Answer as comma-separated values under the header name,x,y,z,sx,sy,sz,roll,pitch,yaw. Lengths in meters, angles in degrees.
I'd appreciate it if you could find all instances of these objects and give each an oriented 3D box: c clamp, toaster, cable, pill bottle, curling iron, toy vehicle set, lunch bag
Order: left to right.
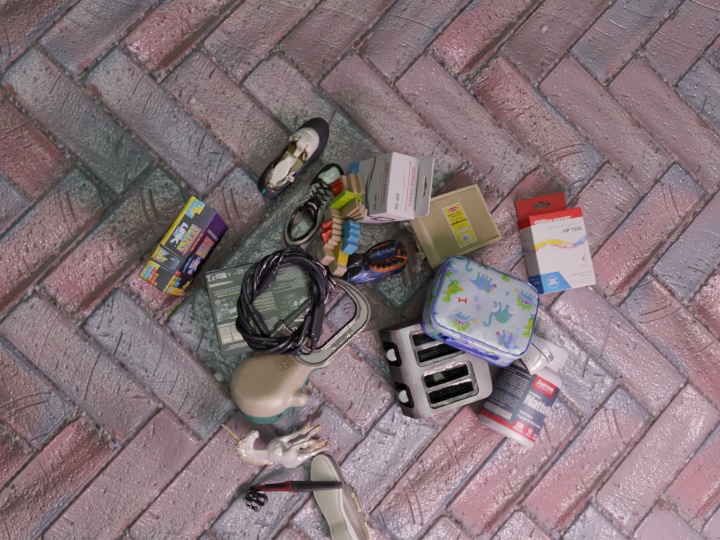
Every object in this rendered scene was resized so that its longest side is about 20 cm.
name,x,y,z,sx,sy,sz,roll,pitch,yaw
cable,-0.141,0.052,1.226,0.162,0.051,0.201,7,84,7
curling iron,-0.129,0.422,1.288,0.199,0.026,0.050,-12,66,10
c clamp,-0.087,0.083,1.256,0.200,0.027,0.171,-36,92,-7
toaster,0.152,0.178,1.320,0.199,0.119,0.182,-16,89,-8
toy vehicle set,0.187,-0.091,1.332,0.199,0.026,0.125,-21,85,-40
lunch bag,0.215,0.075,1.232,0.199,0.083,0.162,21,65,-5
pill bottle,0.326,0.234,1.336,0.119,0.120,0.201,28,84,-5

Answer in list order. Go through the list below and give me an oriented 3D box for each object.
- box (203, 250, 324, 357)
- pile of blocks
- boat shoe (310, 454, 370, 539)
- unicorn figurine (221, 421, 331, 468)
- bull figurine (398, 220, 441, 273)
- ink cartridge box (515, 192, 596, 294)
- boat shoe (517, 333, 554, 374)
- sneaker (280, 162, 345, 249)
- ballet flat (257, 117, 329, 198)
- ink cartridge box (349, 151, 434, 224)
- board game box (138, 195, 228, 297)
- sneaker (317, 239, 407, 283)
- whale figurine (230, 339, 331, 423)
name,x,y,z,sx,sy,sz,roll,pitch,yaw
box,-0.184,0.064,1.300,0.199,0.086,0.165,-13,89,-8
pile of blocks,-0.039,-0.092,1.274,0.062,0.082,0.201,14,78,-39
boat shoe,-0.037,0.449,1.309,0.060,0.072,0.203,-10,77,-52
unicorn figurine,-0.141,0.326,1.251,0.137,0.200,0.074,-28,46,8
bull figurine,0.151,-0.028,1.342,0.200,0.065,0.122,41,46,-9
ink cartridge box,0.398,-0.059,1.390,0.115,0.067,0.201,-11,88,-8
boat shoe,0.284,0.132,1.314,0.070,0.200,0.071,-41,135,-5
sneaker,-0.085,-0.125,1.325,0.075,0.088,0.201,29,82,-3
ballet flat,-0.128,-0.225,1.334,0.073,0.073,0.200,40,83,-3
ink cartridge box,0.050,-0.155,1.282,0.066,0.200,0.117,9,85,-30
board game box,-0.315,-0.037,1.233,0.057,0.200,0.166,33,84,-2
sneaker,0.000,0.000,1.335,0.199,0.079,0.076,-9,63,9
whale figurine,-0.150,0.213,1.298,0.199,0.104,0.159,-31,53,-28
